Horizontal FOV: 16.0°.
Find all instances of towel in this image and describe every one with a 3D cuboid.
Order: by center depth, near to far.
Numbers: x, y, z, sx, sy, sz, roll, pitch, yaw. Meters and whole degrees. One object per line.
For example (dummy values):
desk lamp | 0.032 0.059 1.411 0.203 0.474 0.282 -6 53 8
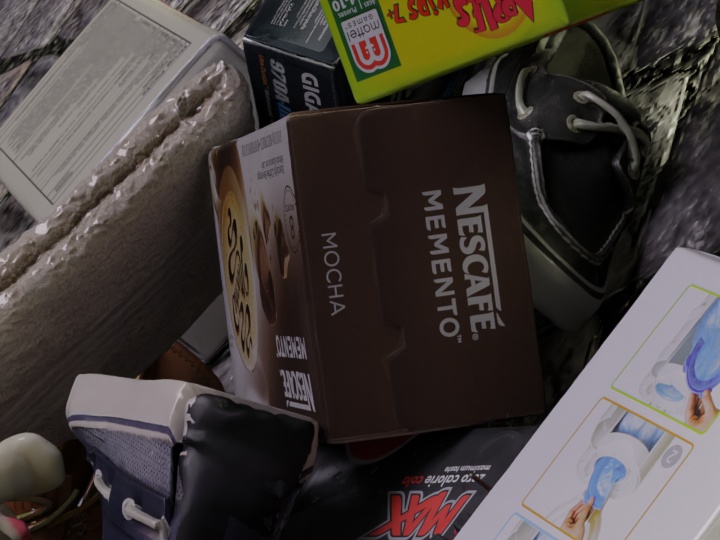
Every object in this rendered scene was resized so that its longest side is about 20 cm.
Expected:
towel | -0.111 0.011 1.069 0.200 0.034 0.133 -45 -20 -18

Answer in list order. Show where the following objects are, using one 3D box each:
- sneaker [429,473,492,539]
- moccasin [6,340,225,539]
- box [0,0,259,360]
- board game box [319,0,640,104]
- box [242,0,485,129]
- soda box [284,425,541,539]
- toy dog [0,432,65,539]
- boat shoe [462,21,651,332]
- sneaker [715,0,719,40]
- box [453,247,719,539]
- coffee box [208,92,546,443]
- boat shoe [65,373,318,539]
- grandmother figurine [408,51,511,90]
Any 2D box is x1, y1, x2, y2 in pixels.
sneaker | 0.093 0.078 0.790 0.200 0.075 0.081 -39 30 -10
moccasin | -0.135 0.110 1.142 0.073 0.078 0.202 -2 51 58
box | -0.101 -0.055 1.307 0.128 0.109 0.200 -49 22 -1
board game box | 0.089 -0.116 0.903 0.101 0.048 0.200 -18 4 45
box | 0.017 -0.117 1.145 0.046 0.159 0.201 17 58 18
soda box | 0.012 0.102 0.904 0.200 0.063 0.071 -9 45 57
toy dog | -0.162 0.155 0.968 0.194 0.139 0.200 -48 20 7
boat shoe | 0.079 -0.048 1.014 0.064 0.071 0.200 -41 22 20
sneaker | 0.166 -0.086 0.903 0.075 0.081 0.200 -48 21 7
box | 0.084 0.112 0.688 0.200 0.112 0.101 -51 24 -5
coffee box | 0.000 0.000 0.948 0.079 0.114 0.200 -7 1 -11
boat shoe | -0.073 0.090 0.911 0.200 0.074 0.093 165 121 -76
grandmother figurine | 0.058 -0.126 1.091 0.121 0.061 0.200 -34 -11 8
